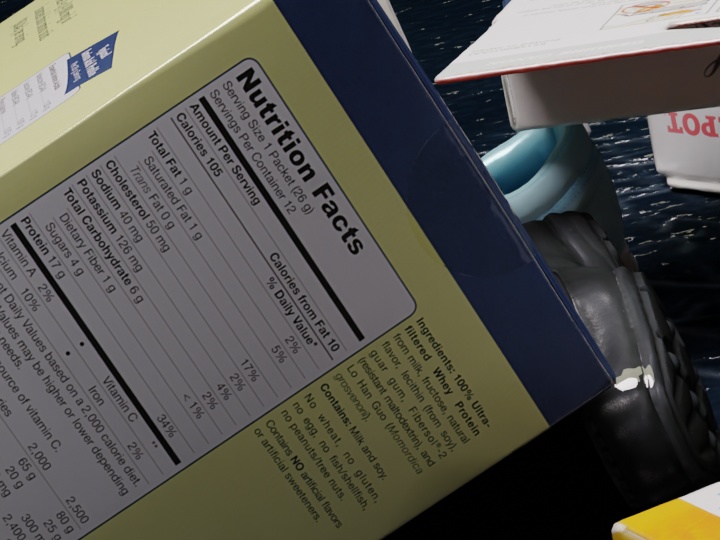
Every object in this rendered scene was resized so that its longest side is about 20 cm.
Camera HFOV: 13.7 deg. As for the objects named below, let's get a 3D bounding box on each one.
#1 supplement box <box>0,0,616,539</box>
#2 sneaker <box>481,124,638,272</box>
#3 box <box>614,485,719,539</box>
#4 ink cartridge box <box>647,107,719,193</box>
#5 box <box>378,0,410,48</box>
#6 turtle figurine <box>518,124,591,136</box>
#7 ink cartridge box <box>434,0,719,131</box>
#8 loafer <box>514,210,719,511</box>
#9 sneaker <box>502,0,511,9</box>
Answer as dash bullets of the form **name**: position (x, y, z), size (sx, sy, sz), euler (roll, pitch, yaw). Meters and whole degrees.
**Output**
- **supplement box**: position (-0.065, 0.006, 0.819), size (0.199, 0.135, 0.200), euler (-33, 17, 1)
- **sneaker**: position (0.000, 0.000, 0.990), size (0.199, 0.082, 0.074), euler (-23, 17, -31)
- **box**: position (0.175, 0.057, 0.702), size (0.199, 0.042, 0.119), euler (-17, 16, -21)
- **ink cartridge box**: position (0.166, -0.133, 1.104), size (0.083, 0.201, 0.145), euler (-18, 16, -30)
- **box**: position (-0.069, -0.035, 1.081), size (0.082, 0.069, 0.200), euler (-24, 0, -45)
- **turtle figurine**: position (0.013, -0.065, 1.186), size (0.149, 0.101, 0.200), euler (36, 9, 8)
- **ink cartridge box**: position (0.139, -0.076, 0.953), size (0.199, 0.044, 0.174), euler (-7, 17, 18)
- **loafer**: position (0.057, 0.032, 0.873), size (0.070, 0.068, 0.201), euler (-26, 14, 0)
- **sneaker**: position (0.142, -0.109, 1.304), size (0.085, 0.078, 0.200), euler (-12, 19, -37)
